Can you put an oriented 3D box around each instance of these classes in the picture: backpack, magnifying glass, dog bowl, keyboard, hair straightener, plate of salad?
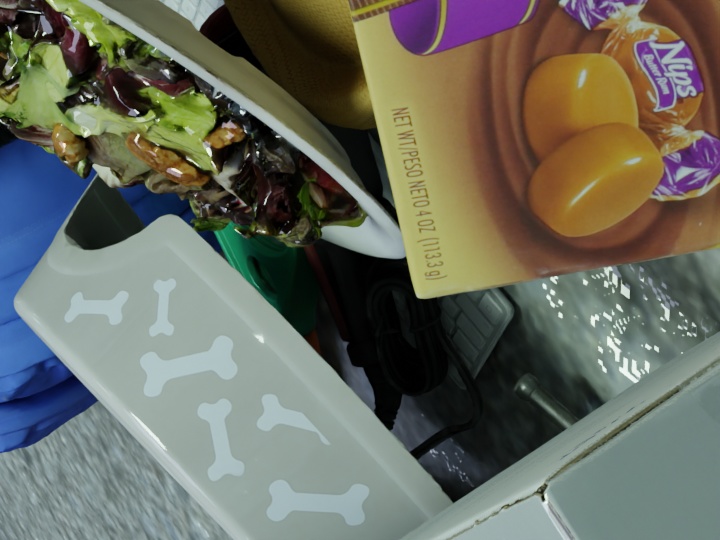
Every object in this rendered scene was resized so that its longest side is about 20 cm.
[{"bbox_3d":[-0.151,-0.016,0.977,0.200,0.163,0.168,-3,121,48],"label":"backpack"},{"bbox_3d":[-0.032,0.006,0.925,0.080,0.022,0.200,37,149,42],"label":"magnifying glass"},{"bbox_3d":[-0.039,0.055,0.813,0.200,0.059,0.200,45,173,7],"label":"dog bowl"},{"bbox_3d":[-0.015,-0.046,0.860,0.200,0.011,0.056,51,153,17],"label":"keyboard"},{"bbox_3d":[0.000,0.000,0.815,0.077,0.041,0.200,35,149,45],"label":"hair straightener"},{"bbox_3d":[-0.076,-0.049,0.715,0.200,0.048,0.200,31,172,5],"label":"plate of salad"}]

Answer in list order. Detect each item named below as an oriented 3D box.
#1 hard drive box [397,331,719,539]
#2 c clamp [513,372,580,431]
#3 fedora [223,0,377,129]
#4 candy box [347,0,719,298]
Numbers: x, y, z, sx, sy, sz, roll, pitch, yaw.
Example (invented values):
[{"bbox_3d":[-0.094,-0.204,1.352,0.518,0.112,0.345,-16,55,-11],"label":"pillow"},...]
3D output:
[{"bbox_3d":[0.085,0.070,0.637,0.077,0.156,0.200,57,155,5],"label":"hard drive box"},{"bbox_3d":[0.093,0.147,0.832,0.171,0.027,0.200,40,138,16],"label":"c clamp"},{"bbox_3d":[0.011,-0.096,0.673,0.201,0.082,0.201,42,150,31],"label":"fedora"},{"bbox_3d":[0.050,-0.097,0.560,0.056,0.117,0.200,-90,-11,-56],"label":"candy box"}]
